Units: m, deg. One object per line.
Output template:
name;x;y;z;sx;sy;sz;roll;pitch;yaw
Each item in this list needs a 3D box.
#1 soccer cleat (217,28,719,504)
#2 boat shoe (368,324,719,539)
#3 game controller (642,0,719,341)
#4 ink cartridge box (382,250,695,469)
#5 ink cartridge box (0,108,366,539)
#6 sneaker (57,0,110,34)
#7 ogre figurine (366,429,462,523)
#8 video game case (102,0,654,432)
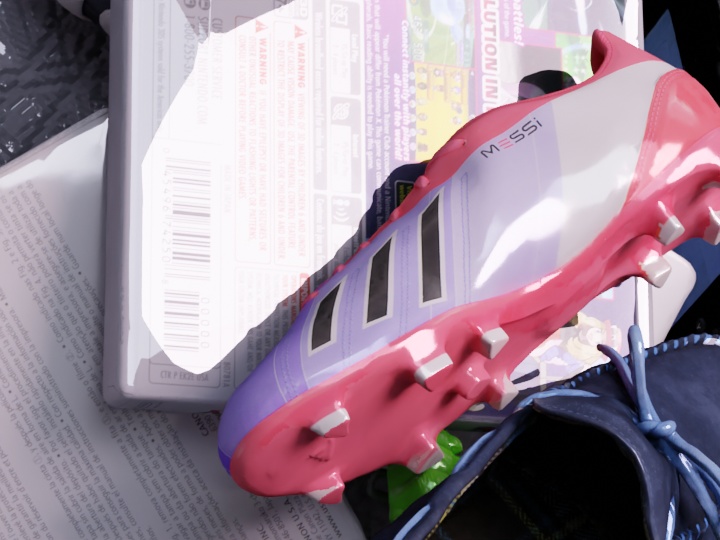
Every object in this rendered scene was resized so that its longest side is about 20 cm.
soccer cleat;0.030;-0.003;0.729;0.200;0.067;0.076;-33;63;-22
boat shoe;0.067;0.071;0.683;0.084;0.069;0.200;42;46;10
game controller;0.119;-0.034;0.904;0.042;0.104;0.201;8;57;-28
ink cartridge box;0.000;0.000;0.830;0.199;0.067;0.118;30;84;-4
ink cartridge box;-0.122;0.067;0.751;0.199;0.050;0.161;-31;91;-9
sneaker;-0.018;-0.128;0.922;0.130;0.080;0.199;48;50;4
ogre figurine;0.073;0.148;0.731;0.120;0.098;0.200;14;30;-41
video game case;0.008;-0.051;0.771;0.181;0.023;0.201;5;75;-22
